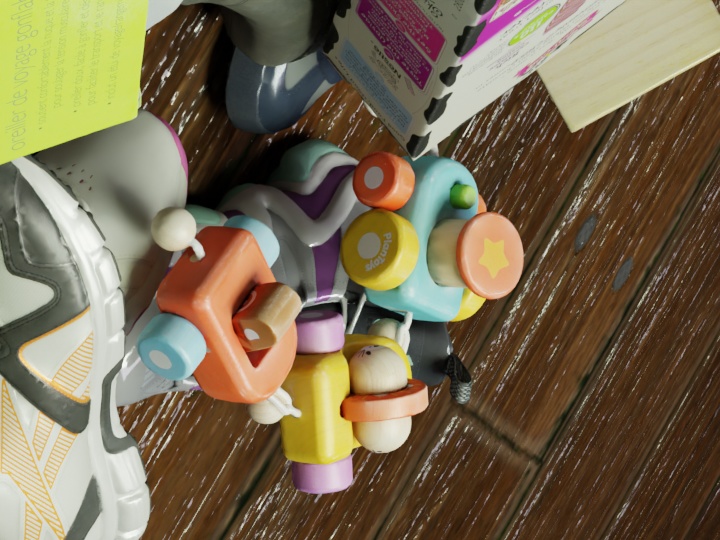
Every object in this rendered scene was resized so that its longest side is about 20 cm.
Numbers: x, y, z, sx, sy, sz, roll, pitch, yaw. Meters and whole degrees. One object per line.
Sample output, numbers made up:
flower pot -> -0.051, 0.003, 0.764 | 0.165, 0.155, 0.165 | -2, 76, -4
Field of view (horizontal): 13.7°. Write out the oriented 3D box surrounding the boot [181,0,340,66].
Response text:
boot -> -0.071, -0.114, 1.112 | 0.131, 0.068, 0.200 | -31, 165, -16

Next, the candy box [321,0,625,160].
candy box -> 0.065, -0.129, 1.084 | 0.136, 0.061, 0.200 | -37, 171, -16

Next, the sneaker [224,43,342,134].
sneaker -> 0.021, -0.131, 1.251 | 0.200, 0.082, 0.070 | -57, 160, -10

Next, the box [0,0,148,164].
box -> -0.160, -0.058, 0.877 | 0.200, 0.048, 0.122 | -21, 158, -16

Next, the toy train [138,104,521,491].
toy train -> 0.000, 0.000, 1.165 | 0.200, 0.056, 0.150 | -51, 133, -38

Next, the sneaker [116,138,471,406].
sneaker -> -0.018, 0.024, 1.268 | 0.200, 0.140, 0.078 | -39, 154, -43

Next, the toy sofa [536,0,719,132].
toy sofa -> 0.103, -0.129, 1.349 | 0.083, 0.098, 0.200 | -28, -174, 5

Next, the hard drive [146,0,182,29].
hard drive -> -0.149, -0.087, 0.927 | 0.132, 0.027, 0.200 | -32, 160, 11

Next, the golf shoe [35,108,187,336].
golf shoe -> -0.134, 0.005, 1.094 | 0.200, 0.075, 0.092 | -52, 153, -24

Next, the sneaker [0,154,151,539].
sneaker -> -0.125, 0.038, 1.018 | 0.080, 0.074, 0.200 | -34, 134, -29
